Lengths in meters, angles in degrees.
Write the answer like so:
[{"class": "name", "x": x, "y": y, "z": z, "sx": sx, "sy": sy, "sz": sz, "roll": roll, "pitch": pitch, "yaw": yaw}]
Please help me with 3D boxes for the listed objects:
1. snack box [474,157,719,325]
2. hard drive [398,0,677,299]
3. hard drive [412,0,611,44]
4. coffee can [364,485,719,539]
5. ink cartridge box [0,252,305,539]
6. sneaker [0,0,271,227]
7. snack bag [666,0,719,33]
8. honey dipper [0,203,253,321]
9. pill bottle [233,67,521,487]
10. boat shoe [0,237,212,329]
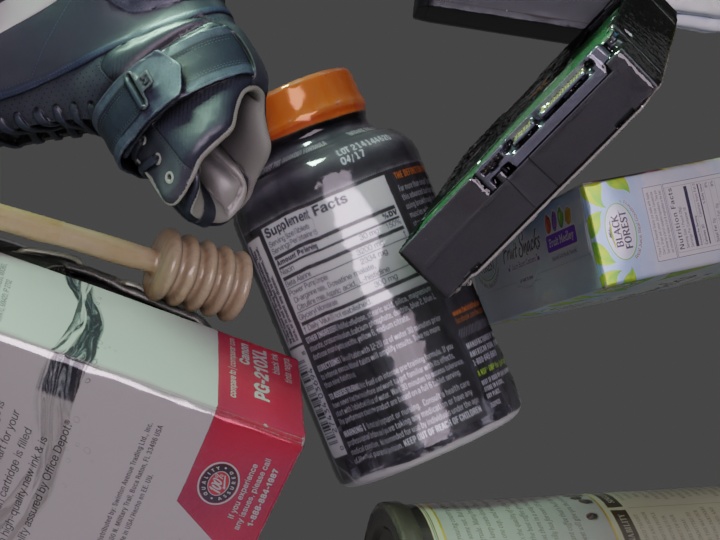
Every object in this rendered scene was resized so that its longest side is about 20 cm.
[{"class": "snack box", "x": 0.148, "y": -0.017, "z": 0.793, "sx": 0.140, "sy": 0.200, "sz": 0.054, "roll": -10, "pitch": 85, "yaw": -12}, {"class": "hard drive", "x": 0.094, "y": -0.071, "z": 0.770, "sx": 0.038, "sy": 0.200, "sz": 0.140, "roll": 43, "pitch": 112, "yaw": -2}, {"class": "hard drive", "x": 0.109, "y": -0.231, "z": 0.880, "sx": 0.137, "sy": 0.033, "sz": 0.203, "roll": 8, "pitch": 82, "yaw": -4}, {"class": "coffee can", "x": 0.109, "y": 0.185, "z": 0.786, "sx": 0.197, "sy": 0.146, "sz": 0.149, "roll": -2, "pitch": 83, "yaw": -11}, {"class": "ink cartridge box", "x": -0.144, "y": 0.086, "z": 0.743, "sx": 0.198, "sy": 0.085, "sz": 0.146, "roll": 21, "pitch": 112, "yaw": -14}, {"class": "sneaker", "x": -0.136, "y": -0.066, "z": 0.771, "sx": 0.201, "sy": 0.077, "sz": 0.147, "roll": -34, "pitch": 78, "yaw": 17}, {"class": "snack bag", "x": 0.132, "y": -0.243, "z": 0.912, "sx": 0.197, "sy": 0.021, "sz": 0.191, "roll": 6, "pitch": 82, "yaw": -10}, {"class": "honey dipper", "x": -0.145, "y": -0.019, "z": 0.749, "sx": 0.198, "sy": 0.038, "sz": 0.039, "roll": 18, "pitch": 79, "yaw": -28}, {"class": "pill bottle", "x": 0.000, "y": 0.000, "z": 0.811, "sx": 0.105, "sy": 0.106, "sz": 0.202, "roll": -21, "pitch": 87, "yaw": -13}, {"class": "boat shoe", "x": -0.169, "y": 0.018, "z": 0.798, "sx": 0.197, "sy": 0.064, "sz": 0.072, "roll": 11, "pitch": 81, "yaw": -9}]
